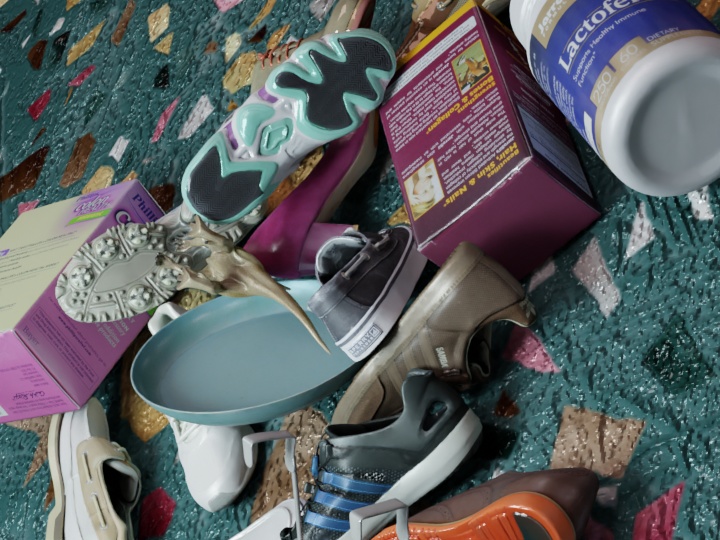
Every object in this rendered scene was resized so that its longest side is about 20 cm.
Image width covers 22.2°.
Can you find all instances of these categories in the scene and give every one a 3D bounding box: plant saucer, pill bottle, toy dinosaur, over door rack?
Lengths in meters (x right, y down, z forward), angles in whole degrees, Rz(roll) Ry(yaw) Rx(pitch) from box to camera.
[{"bbox_3d":[-0.076,0.065,1.399,0.199,0.028,0.200,-12,25,6],"label":"plant saucer"},{"bbox_3d":[0.183,-0.146,1.267,0.116,0.116,0.200,-47,36,12],"label":"pill bottle"},{"bbox_3d":[-0.092,0.002,1.406,0.200,0.101,0.058,24,92,57],"label":"toy dinosaur"},{"bbox_3d":[0.008,0.201,1.156,0.066,0.201,0.148,-26,26,-25],"label":"over door rack"}]

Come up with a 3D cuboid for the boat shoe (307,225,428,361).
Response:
[{"bbox_3d":[0.000,0.000,1.342,0.072,0.068,0.200,-45,7,23],"label":"boat shoe"}]

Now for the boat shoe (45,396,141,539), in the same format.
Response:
[{"bbox_3d":[-0.216,0.178,1.523,0.068,0.075,0.201,-21,42,11],"label":"boat shoe"}]

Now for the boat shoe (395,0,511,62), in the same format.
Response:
[{"bbox_3d":[0.079,-0.215,1.460,0.200,0.074,0.076,-42,-2,9],"label":"boat shoe"}]

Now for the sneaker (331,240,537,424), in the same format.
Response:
[{"bbox_3d":[0.049,0.069,1.294,0.200,0.075,0.070,-55,-4,41],"label":"sneaker"}]

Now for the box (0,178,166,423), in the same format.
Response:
[{"bbox_3d":[-0.275,0.032,1.624,0.175,0.097,0.200,-13,33,43],"label":"box"}]

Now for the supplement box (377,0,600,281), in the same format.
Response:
[{"bbox_3d":[0.090,-0.091,1.356,0.110,0.086,0.201,-39,38,22],"label":"supplement box"}]

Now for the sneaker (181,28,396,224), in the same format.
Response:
[{"bbox_3d":[-0.059,-0.123,1.449,0.200,0.078,0.140,-37,10,5],"label":"sneaker"}]

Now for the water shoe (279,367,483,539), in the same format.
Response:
[{"bbox_3d":[-0.007,0.146,1.275,0.200,0.079,0.072,-40,0,10],"label":"water shoe"}]

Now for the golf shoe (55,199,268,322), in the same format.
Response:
[{"bbox_3d":[-0.169,-0.009,1.562,0.199,0.079,0.097,-31,-7,-18],"label":"golf shoe"}]

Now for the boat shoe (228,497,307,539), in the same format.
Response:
[{"bbox_3d":[-0.107,0.241,1.341,0.200,0.065,0.074,-51,35,6],"label":"boat shoe"}]

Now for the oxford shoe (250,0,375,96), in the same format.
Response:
[{"bbox_3d":[-0.054,-0.164,1.532,0.200,0.075,0.071,-55,1,38],"label":"oxford shoe"}]

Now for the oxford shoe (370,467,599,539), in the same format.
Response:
[{"bbox_3d":[0.079,0.175,1.196,0.200,0.071,0.072,-22,13,47],"label":"oxford shoe"}]

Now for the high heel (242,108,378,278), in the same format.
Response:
[{"bbox_3d":[-0.039,-0.086,1.494,0.095,0.067,0.201,6,72,7],"label":"high heel"}]

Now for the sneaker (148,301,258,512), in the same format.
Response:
[{"bbox_3d":[-0.136,0.108,1.469,0.070,0.080,0.201,-38,41,20],"label":"sneaker"}]
